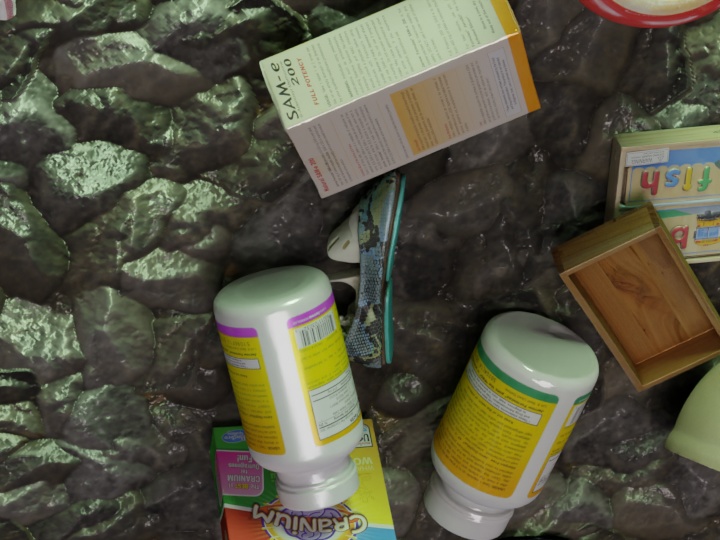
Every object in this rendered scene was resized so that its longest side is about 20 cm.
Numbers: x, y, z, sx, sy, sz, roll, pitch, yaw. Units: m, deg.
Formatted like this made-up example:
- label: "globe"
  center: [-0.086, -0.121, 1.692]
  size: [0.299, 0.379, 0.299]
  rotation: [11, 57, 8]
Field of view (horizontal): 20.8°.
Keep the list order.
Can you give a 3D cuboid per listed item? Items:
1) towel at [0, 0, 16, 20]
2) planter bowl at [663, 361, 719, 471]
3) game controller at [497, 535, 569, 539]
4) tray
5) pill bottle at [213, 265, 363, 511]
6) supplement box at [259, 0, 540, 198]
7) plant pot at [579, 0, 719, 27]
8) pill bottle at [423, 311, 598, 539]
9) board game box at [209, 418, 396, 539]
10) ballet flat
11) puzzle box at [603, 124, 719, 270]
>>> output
- label: "towel"
  center: [-0.345, -0.236, 1.401]
  size: [0.200, 0.146, 0.030]
  rotation: [13, 77, -2]
- label: "planter bowl"
  center: [0.399, 0.135, 1.830]
  size: [0.200, 0.200, 0.135]
  rotation: [18, 91, -24]
- label: "game controller"
  center: [0.152, 0.350, 2.003]
  size: [0.104, 0.042, 0.200]
  rotation: [-3, 126, -28]
- label: "tray"
  center: [0.257, 0.026, 1.776]
  size: [0.099, 0.037, 0.200]
  rotation: [-26, 135, 13]
- label: "pill bottle"
  center: [-0.057, 0.104, 1.708]
  size: [0.104, 0.104, 0.200]
  rotation: [-14, 109, -4]
- label: "supplement box"
  center: [0.034, -0.149, 1.578]
  size: [0.200, 0.074, 0.126]
  rotation: [-22, 153, 2]
- label: "plant pot"
  center: [0.215, -0.296, 1.481]
  size: [0.200, 0.183, 0.201]
  rotation: [-7, 124, -11]
- label: "pill bottle"
  center: [0.131, 0.147, 1.807]
  size: [0.113, 0.113, 0.200]
  rotation: [11, 121, -20]
- label: "board game box"
  center: [-0.048, 0.228, 1.765]
  size: [0.153, 0.200, 0.040]
  rotation: [-3, 140, -12]
- label: "ballet flat"
  center: [0.000, 0.000, 1.707]
  size: [0.074, 0.074, 0.200]
  rotation: [-3, 121, -11]
- label: "puzzle box"
  center: [0.317, -0.067, 1.756]
  size: [0.200, 0.025, 0.133]
  rotation: [-6, 126, -9]
